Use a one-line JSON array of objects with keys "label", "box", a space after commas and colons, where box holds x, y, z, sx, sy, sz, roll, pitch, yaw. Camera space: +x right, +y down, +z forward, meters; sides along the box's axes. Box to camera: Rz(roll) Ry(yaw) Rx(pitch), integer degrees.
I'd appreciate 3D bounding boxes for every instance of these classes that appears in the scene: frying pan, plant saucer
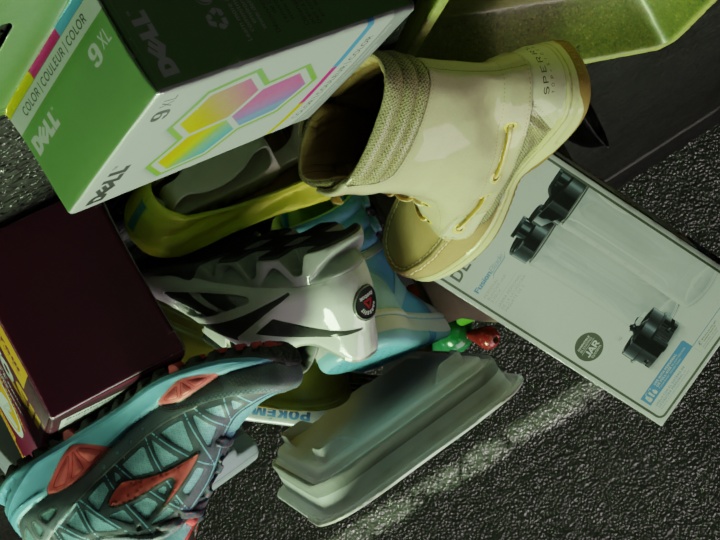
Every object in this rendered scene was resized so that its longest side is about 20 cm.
[{"label": "frying pan", "box": [0.133, -0.156, 1.049, 0.031, 0.115, 0.191, -31, -142, 15]}, {"label": "plant saucer", "box": [0.118, -0.169, 0.806, 0.198, 0.048, 0.200, -12, 167, -16]}]

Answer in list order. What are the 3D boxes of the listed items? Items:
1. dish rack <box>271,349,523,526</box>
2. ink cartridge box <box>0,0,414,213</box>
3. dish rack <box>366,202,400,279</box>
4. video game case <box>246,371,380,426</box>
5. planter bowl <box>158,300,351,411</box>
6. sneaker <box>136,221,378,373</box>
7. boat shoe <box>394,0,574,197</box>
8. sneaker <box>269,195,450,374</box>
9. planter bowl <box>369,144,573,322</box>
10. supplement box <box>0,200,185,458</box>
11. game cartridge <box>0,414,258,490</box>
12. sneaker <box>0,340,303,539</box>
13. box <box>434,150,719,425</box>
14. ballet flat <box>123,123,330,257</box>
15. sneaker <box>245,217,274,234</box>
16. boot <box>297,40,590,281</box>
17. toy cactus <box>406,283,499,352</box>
[{"label": "dish rack", "box": [0.014, 0.106, 1.033, 0.171, 0.044, 0.200, -35, -174, -12]}, {"label": "ink cartridge box", "box": [-0.082, -0.084, 0.617, 0.199, 0.060, 0.104, -26, 171, -40]}, {"label": "dish rack", "box": [-0.003, 0.003, 1.293, 0.153, 0.054, 0.201, -41, -161, 51]}, {"label": "video game case", "box": [-0.059, 0.104, 1.234, 0.180, 0.022, 0.200, 7, -176, -2]}, {"label": "planter bowl", "box": [-0.089, 0.021, 1.047, 0.200, 0.199, 0.084, -14, 124, -68]}, {"label": "sneaker", "box": [-0.068, 0.023, 0.870, 0.074, 0.089, 0.199, -30, -159, -37]}, {"label": "boat shoe", "box": [0.059, -0.120, 0.940, 0.064, 0.072, 0.200, 6, 135, -43]}, {"label": "sneaker", "box": [0.000, 0.000, 1.008, 0.079, 0.132, 0.200, -23, 172, 8]}, {"label": "planter bowl", "box": [0.088, -0.041, 1.097, 0.134, 0.201, 0.200, -29, 173, 0]}, {"label": "supplement box", "box": [-0.179, 0.045, 0.880, 0.085, 0.111, 0.200, -27, 171, -21]}, {"label": "game cartridge", "box": [-0.181, 0.107, 1.004, 0.133, 0.199, 0.041, -30, 137, -30]}, {"label": "sneaker", "box": [-0.104, 0.112, 0.817, 0.199, 0.096, 0.079, -32, 171, 18]}, {"label": "box", "box": [0.148, 0.001, 0.981, 0.117, 0.199, 0.060, -55, -173, 12]}, {"label": "ballet flat", "box": [-0.050, -0.068, 0.871, 0.199, 0.067, 0.067, -28, 162, -22]}, {"label": "sneaker", "box": [-0.093, 0.009, 1.220, 0.200, 0.073, 0.112, -45, 164, 29]}, {"label": "boot", "box": [0.025, -0.057, 0.851, 0.154, 0.073, 0.200, -7, 152, -35]}, {"label": "toy cactus", "box": [0.077, 0.054, 1.256, 0.200, 0.101, 0.166, -163, -88, -72]}]
